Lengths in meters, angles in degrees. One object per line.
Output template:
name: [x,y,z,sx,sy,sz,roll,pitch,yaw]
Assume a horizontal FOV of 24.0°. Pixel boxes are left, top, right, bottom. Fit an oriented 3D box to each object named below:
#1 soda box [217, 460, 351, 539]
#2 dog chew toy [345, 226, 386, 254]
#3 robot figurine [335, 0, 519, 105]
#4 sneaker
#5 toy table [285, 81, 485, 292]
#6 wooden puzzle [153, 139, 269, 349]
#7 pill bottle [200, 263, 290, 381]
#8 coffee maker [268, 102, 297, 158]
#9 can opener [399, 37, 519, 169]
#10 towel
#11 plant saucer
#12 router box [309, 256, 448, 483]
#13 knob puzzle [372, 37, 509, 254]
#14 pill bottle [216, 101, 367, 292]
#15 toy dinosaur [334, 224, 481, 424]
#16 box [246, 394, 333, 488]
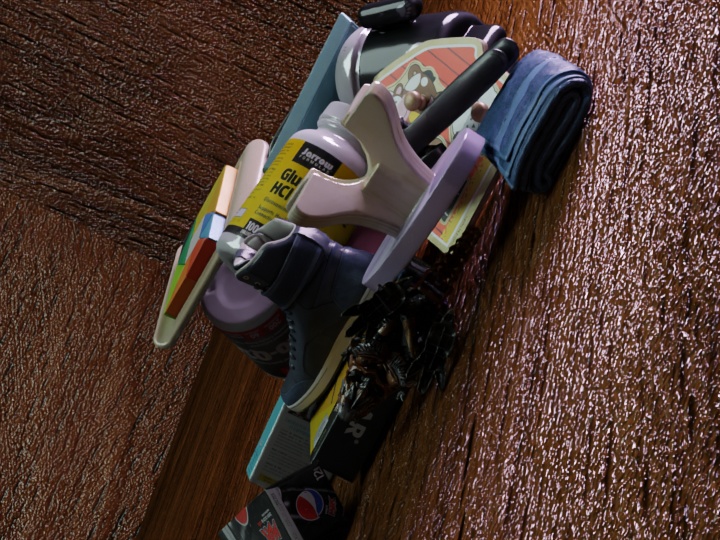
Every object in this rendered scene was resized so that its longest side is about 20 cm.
soda box: [-0.077,0.250,1.649,0.063,0.071,0.200,-25,-11,-26]
dog chew toy: [0.000,0.000,1.834,0.125,0.124,0.200,-67,16,-14]
robot figurine: [0.068,-0.208,1.778,0.199,0.124,0.152,-1,92,39]
sneaker: [-0.072,0.039,1.665,0.203,0.145,0.077,-59,13,32]
toy table: [0.016,-0.077,1.520,0.200,0.117,0.184,-53,7,36]
wooden puzzle: [-0.173,-0.033,1.903,0.200,0.037,0.186,-51,20,36]
pill bottle: [-0.096,0.058,1.980,0.200,0.113,0.115,49,-121,-53]
coffee maker: [-0.014,-0.103,1.954,0.200,0.133,0.194,35,-117,-66]
can opener: [0.082,-0.149,1.588,0.200,0.078,0.064,-48,8,36]
towel: [0.148,-0.134,1.461,0.112,0.048,0.200,-63,7,10]
plant saucer: [-0.038,-0.177,1.835,0.019,0.070,0.201,12,71,45]
router box: [0.015,0.090,1.655,0.201,0.051,0.149,-63,8,11]
knob puzzle: [0.066,-0.141,1.663,0.218,0.030,0.222,-8,79,44]
pill bottle: [-0.053,-0.071,1.756,0.201,0.112,0.112,-56,5,-14]
toy dinosaur: [0.037,0.047,1.503,0.136,0.101,0.202,-33,-42,-86]
box: [-0.043,0.142,1.781,0.201,0.082,0.049,-65,10,2]
